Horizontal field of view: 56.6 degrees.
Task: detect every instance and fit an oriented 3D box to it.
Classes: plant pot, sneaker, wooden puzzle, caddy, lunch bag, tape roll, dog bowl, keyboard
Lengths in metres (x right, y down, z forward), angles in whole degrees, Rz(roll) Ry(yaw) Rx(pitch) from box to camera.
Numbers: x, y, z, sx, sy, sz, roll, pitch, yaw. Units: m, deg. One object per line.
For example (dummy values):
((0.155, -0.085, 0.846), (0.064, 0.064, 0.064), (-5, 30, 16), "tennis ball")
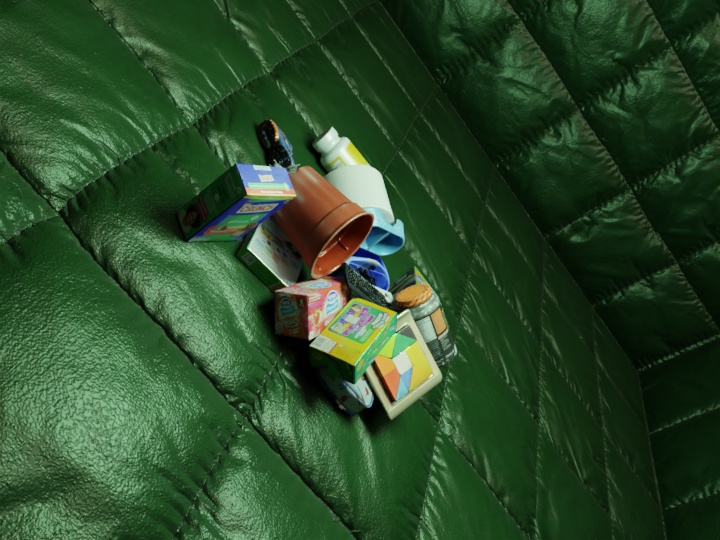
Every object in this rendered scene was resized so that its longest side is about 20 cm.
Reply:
((-0.103, -0.123, 1.558), (0.195, 0.202, 0.200), (45, 26, 16), "plant pot")
((-0.207, -0.312, 1.788), (0.078, 0.075, 0.204), (11, 56, -57), "sneaker")
((0.095, 0.220, 1.577), (0.183, 0.037, 0.203), (-30, 97, -31), "wooden puzzle")
((0.000, 0.000, 1.781), (0.198, 0.104, 0.144), (18, 47, -49), "caddy")
((-0.023, 0.233, 1.563), (0.161, 0.075, 0.201), (51, 30, -22), "lunch bag")
((-0.018, -0.169, 1.816), (0.201, 0.201, 0.142), (21, 45, -47), "tape roll")
((0.042, -0.097, 1.768), (0.198, 0.111, 0.050), (20, 42, -48), "dog bowl")
((0.020, 0.033, 1.610), (0.200, 0.039, 0.105), (42, 23, -49), "keyboard")

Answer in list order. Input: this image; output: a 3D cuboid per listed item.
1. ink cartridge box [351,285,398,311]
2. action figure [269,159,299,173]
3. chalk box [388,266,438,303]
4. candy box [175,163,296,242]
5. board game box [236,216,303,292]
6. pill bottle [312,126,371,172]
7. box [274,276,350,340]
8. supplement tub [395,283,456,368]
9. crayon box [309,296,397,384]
((0.012, 0.080, 1.735), (0.198, 0.099, 0.040), (26, 41, -46), "ink cartridge box")
((-0.172, -0.196, 1.685), (0.202, 0.128, 0.070), (59, 29, -33), "action figure")
((0.145, 0.086, 1.890), (0.125, 0.124, 0.201), (50, 15, -13), "chalk box")
((-0.260, -0.139, 1.407), (0.168, 0.198, 0.078), (-8, 68, -58), "candy box")
((-0.200, -0.050, 1.582), (0.153, 0.040, 0.202), (46, 31, -22), "board game box")
((-0.051, -0.327, 2.003), (0.201, 0.110, 0.112), (49, 30, -18), "pill bottle")
((-0.105, 0.081, 1.519), (0.199, 0.094, 0.102), (-19, 111, -61), "box")
((0.167, 0.146, 1.738), (0.203, 0.120, 0.123), (69, 26, -16), "supplement tub")
((-0.013, 0.150, 1.486), (0.200, 0.117, 0.059), (-46, 146, -44), "crayon box")
